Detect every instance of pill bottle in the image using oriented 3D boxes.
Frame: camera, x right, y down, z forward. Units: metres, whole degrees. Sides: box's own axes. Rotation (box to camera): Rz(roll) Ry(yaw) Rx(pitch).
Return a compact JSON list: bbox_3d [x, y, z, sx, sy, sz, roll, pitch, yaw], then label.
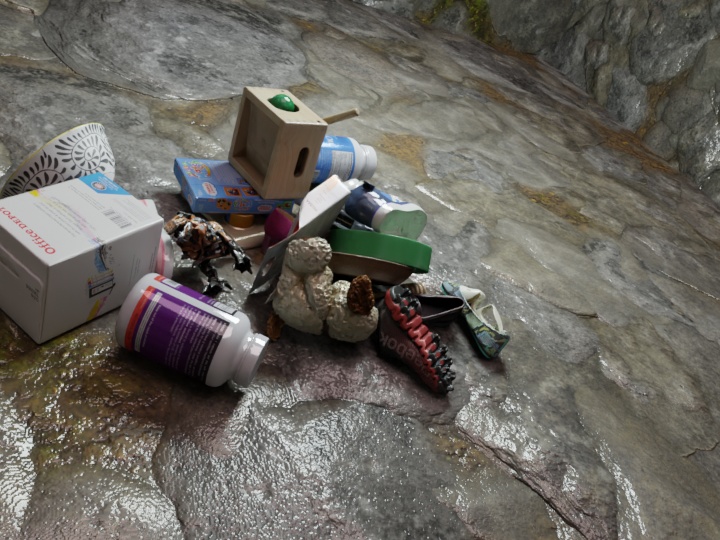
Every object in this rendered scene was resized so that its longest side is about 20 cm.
[{"bbox_3d":[-0.236,0.092,0.912,0.198,0.113,0.113,25,33,0],"label":"pill bottle"},{"bbox_3d":[-0.065,-0.258,1.500,0.198,0.113,0.113,-2,41,-35],"label":"pill bottle"}]

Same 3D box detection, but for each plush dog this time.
[{"bbox_3d":[-0.052,0.060,1.050,0.170,0.201,0.162,18,66,7],"label":"plush dog"}]

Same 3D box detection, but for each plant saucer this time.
[{"bbox_3d":[0.000,0.000,1.180,0.197,0.037,0.200,9,-4,1],"label":"plant saucer"}]

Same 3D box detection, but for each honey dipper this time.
[{"bbox_3d":[0.036,0.047,1.219,0.198,0.038,0.038,-4,42,-31],"label":"honey dipper"}]

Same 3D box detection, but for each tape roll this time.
[{"bbox_3d":[0.034,-0.034,1.209,0.198,0.049,0.200,10,-4,1],"label":"tape roll"}]

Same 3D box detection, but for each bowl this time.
[{"bbox_3d":[-0.468,-0.136,1.043,0.094,0.200,0.201,49,34,-6],"label":"bowl"}]

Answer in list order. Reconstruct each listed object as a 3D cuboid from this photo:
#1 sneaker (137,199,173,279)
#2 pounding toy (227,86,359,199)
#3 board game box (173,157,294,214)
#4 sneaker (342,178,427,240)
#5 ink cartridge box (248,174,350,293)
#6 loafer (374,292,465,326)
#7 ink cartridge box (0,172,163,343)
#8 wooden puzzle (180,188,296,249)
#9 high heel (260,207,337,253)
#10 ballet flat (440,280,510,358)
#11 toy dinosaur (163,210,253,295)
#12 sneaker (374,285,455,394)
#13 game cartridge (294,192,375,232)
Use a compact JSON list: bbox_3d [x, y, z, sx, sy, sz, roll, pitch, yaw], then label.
[{"bbox_3d":[-0.374,-0.048,1.052,0.104,0.076,0.201,-3,40,-32],"label":"sneaker"},{"bbox_3d":[-0.133,-0.256,1.228,0.141,0.202,0.184,-8,41,-41],"label":"pounding toy"},{"bbox_3d":[-0.247,-0.164,1.248,0.198,0.037,0.152,-1,37,-33],"label":"board game box"},{"bbox_3d":[0.031,-0.122,1.215,0.146,0.081,0.199,37,15,26],"label":"sneaker"},{"bbox_3d":[-0.118,-0.061,1.106,0.050,0.162,0.199,48,56,8],"label":"ink cartridge box"},{"bbox_3d":[0.108,0.067,1.195,0.198,0.063,0.073,2,62,-33],"label":"loafer"},{"bbox_3d":[-0.416,-0.025,0.926,0.147,0.146,0.200,35,35,16],"label":"ink cartridge box"},{"bbox_3d":[-0.230,-0.132,1.282,0.200,0.047,0.184,43,37,25],"label":"wooden puzzle"},{"bbox_3d":[-0.099,-0.082,1.250,0.199,0.097,0.067,-13,48,-43],"label":"high heel"},{"bbox_3d":[0.229,0.080,1.259,0.073,0.075,0.201,-1,44,-33],"label":"ballet flat"},{"bbox_3d":[-0.245,-0.042,1.073,0.136,0.102,0.199,55,31,15],"label":"toy dinosaur"},{"bbox_3d":[0.084,0.131,1.103,0.202,0.098,0.071,58,27,7],"label":"sneaker"},{"bbox_3d":[-0.042,-0.109,1.322,0.199,0.041,0.133,29,8,22],"label":"game cartridge"}]
